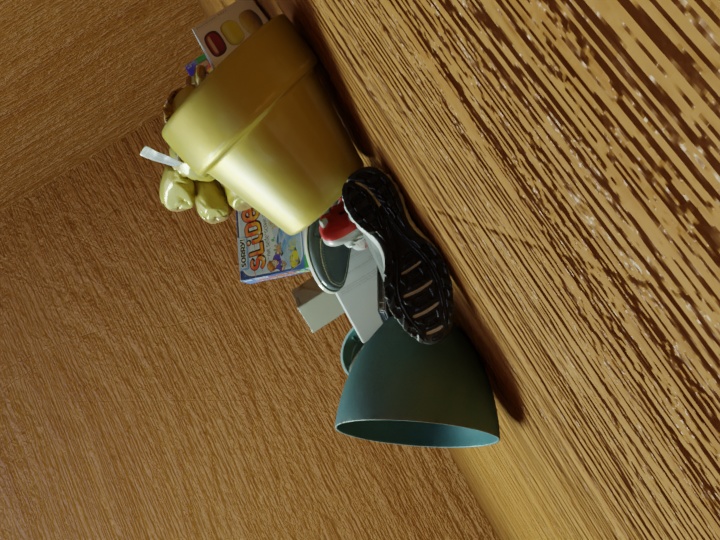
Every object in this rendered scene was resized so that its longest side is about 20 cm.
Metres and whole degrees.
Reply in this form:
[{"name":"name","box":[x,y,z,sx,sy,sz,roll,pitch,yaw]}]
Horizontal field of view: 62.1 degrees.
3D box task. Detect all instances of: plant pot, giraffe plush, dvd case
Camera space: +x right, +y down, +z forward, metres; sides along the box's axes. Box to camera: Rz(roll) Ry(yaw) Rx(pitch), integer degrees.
[{"name":"plant pot","box":[-0.100,-0.157,0.713,0.189,0.201,0.201,47,180,-16]},{"name":"plant pot","box":[0.071,0.132,0.734,0.201,0.194,0.139,67,-155,-64]},{"name":"plant pot","box":[0.068,0.272,1.772,0.202,0.198,0.197,56,-177,40]},{"name":"giraffe plush","box":[-0.234,-0.194,0.887,0.199,0.169,0.166,37,-143,-51]},{"name":"dvd case","box":[0.045,0.024,0.854,0.201,0.015,0.153,68,-161,-62]}]

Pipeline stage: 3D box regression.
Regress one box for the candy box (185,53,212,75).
[{"name":"candy box","box":[-0.320,-0.468,1.475,0.202,0.167,0.077,57,180,29]}]

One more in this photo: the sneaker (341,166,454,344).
[{"name":"sneaker","box":[0.048,-0.017,0.655,0.204,0.073,0.079,66,-172,16]}]

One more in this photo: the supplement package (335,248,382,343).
[{"name":"supplement package","box":[0.000,0.000,1.027,0.118,0.115,0.202,55,173,50]}]

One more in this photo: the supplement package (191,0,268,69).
[{"name":"supplement package","box":[-0.165,-0.311,0.924,0.202,0.112,0.110,56,176,36]}]

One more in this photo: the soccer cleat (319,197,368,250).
[{"name":"soccer cleat","box":[-0.009,-0.059,0.777,0.201,0.067,0.087,-81,-25,-67]}]

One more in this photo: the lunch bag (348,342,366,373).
[{"name":"lunch bag","box":[0.101,0.206,1.053,0.165,0.140,0.203,7,134,46]}]

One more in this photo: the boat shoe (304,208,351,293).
[{"name":"boat shoe","box":[-0.038,-0.071,0.885,0.071,0.061,0.206,12,-111,-39]}]

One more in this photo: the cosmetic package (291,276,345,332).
[{"name":"cosmetic package","box":[-0.047,0.037,1.315,0.074,0.197,0.104,59,176,-25]}]

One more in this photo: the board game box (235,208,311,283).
[{"name":"board game box","box":[-0.132,-0.092,0.940,0.034,0.132,0.206,20,-119,-67]}]
